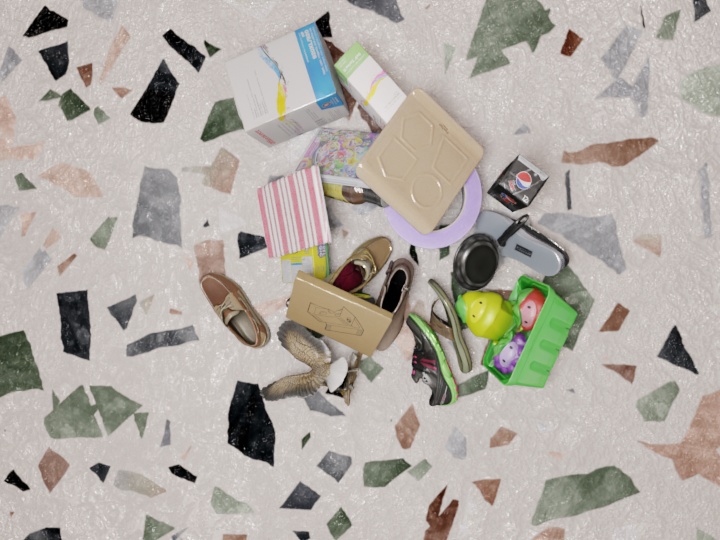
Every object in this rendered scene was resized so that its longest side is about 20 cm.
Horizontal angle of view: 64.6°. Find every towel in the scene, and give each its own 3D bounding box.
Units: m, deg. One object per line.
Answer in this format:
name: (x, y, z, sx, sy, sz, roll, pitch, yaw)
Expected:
towel: (-0.132, -0.112, 1.129, 0.196, 0.029, 0.151, -11, 90, 44)

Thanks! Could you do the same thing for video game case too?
video game case: (-0.023, -0.225, 1.128, 0.194, 0.018, 0.145, 11, 54, 22)

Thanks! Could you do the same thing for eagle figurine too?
eagle figurine: (-0.104, 0.207, 1.177, 0.194, 0.153, 0.155, 17, 115, 1)

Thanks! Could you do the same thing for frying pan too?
frying pan: (0.251, -0.048, 1.132, 0.115, 0.030, 0.193, 45, 112, 45)

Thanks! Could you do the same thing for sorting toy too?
sorting toy: (0.111, -0.201, 1.056, 0.184, 0.036, 0.202, 39, 82, -10)

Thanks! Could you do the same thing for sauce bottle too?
sauce bottle: (-0.025, -0.168, 1.137, 0.196, 0.064, 0.067, 22, 97, 35)

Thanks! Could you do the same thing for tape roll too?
tape roll: (0.143, -0.146, 1.146, 0.193, 0.085, 0.207, 0, 93, 8)

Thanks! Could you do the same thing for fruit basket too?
fruit basket: (0.288, 0.106, 1.117, 0.208, 0.156, 0.223, -2, 100, -9)

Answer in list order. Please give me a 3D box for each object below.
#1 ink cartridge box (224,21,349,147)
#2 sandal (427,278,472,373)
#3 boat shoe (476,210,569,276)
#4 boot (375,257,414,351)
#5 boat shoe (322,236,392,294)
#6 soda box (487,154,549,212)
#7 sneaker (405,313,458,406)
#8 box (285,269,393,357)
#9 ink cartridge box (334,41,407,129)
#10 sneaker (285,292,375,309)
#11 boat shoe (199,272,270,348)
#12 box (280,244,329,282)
ink cartridge box: (-0.143, -0.362, 1.138, 0.195, 0.147, 0.149, -19, 87, 8)
sandal: (0.173, 0.116, 1.155, 0.056, 0.080, 0.207, -19, 91, 3)
boat shoe: (0.322, -0.062, 1.130, 0.197, 0.067, 0.076, 31, 123, 32)
boot: (0.058, 0.073, 1.136, 0.068, 0.146, 0.207, 14, 95, 5)
boat shoe: (0.000, 0.000, 1.142, 0.200, 0.066, 0.075, -43, 103, -24)
soda box: (0.291, -0.158, 1.066, 0.070, 0.200, 0.064, 36, 97, 4)
sneaker: (0.135, 0.186, 1.168, 0.082, 0.077, 0.205, -22, 88, 5)
box: (-0.046, 0.087, 1.106, 0.195, 0.165, 0.022, 25, 55, 1)
ink cartridge box: (0.041, -0.339, 1.132, 0.067, 0.117, 0.201, -42, 87, 4)
sneaker: (-0.065, 0.092, 1.190, 0.193, 0.074, 0.088, 4, 107, 15)
boat shoe: (-0.271, 0.084, 1.217, 0.200, 0.072, 0.076, 44, 97, 3)
box: (-0.122, -0.080, 1.175, 0.115, 0.048, 0.207, -1, 96, 46)
